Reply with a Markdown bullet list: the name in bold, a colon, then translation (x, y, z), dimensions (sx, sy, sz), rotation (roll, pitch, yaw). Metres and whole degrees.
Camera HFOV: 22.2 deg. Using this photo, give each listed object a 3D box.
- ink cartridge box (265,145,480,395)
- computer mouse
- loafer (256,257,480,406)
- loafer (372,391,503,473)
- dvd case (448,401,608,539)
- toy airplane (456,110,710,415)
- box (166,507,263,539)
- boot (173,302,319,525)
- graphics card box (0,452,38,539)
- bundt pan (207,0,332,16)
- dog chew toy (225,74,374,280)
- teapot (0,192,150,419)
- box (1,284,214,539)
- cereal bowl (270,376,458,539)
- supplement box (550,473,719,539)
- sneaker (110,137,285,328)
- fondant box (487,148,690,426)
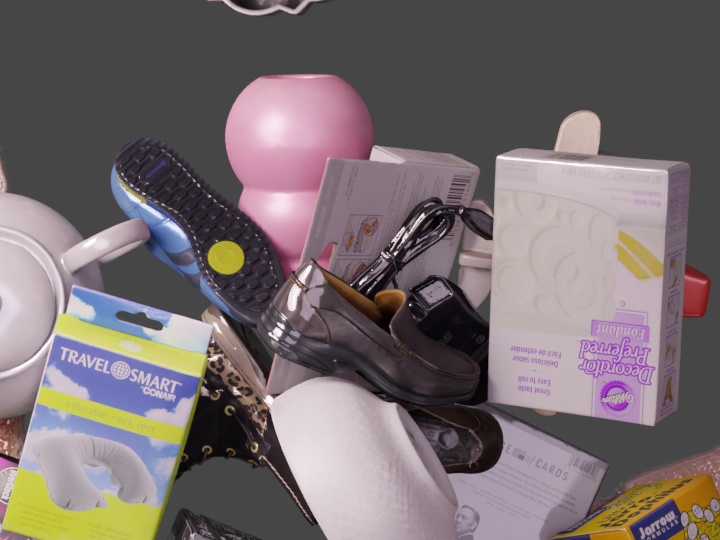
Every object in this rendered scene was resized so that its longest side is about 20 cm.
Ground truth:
- **ink cartridge box**: translation (0.000, 0.000, 1.486), dimensions (0.175, 0.045, 0.202), rotation (2, 110, -44)
- **computer mouse**: translation (0.074, 0.019, 1.497), dimensions (0.141, 0.046, 0.200), rotation (-49, 129, 6)
- **loafer**: translation (0.019, 0.050, 1.414), dimensions (0.199, 0.073, 0.073), rotation (18, 110, -35)
- **loafer**: translation (0.020, 0.132, 1.532), dimensions (0.198, 0.071, 0.074), rotation (1, 87, 6)
- **dvd case**: translation (0.108, 0.226, 1.578), dimensions (0.149, 0.025, 0.201), rotation (26, 83, -7)
- **toy airplane**: translation (0.177, -0.004, 1.559), dimensions (0.200, 0.141, 0.200), rotation (-39, 81, 27)
- **box**: translation (-0.080, 0.265, 1.457), dimensions (0.163, 0.200, 0.087), rotation (23, 85, -8)
- **boot**: translation (-0.118, 0.145, 1.499), dimensions (0.150, 0.073, 0.201), rotation (-33, 85, 9)
- **graphics card box**: translation (-0.297, 0.215, 1.501), dimensions (0.198, 0.051, 0.127), rotation (22, 85, -6)
- **bundt pan**: translation (-0.068, -0.302, 1.535), dimensions (0.200, 0.076, 0.204), rotation (-1, 83, 7)
- **dog chew toy**: translation (-0.049, -0.060, 1.523), dimensions (0.123, 0.125, 0.202), rotation (-2, 100, -9)
- **teapot**: translation (-0.290, 0.025, 1.464), dimensions (0.196, 0.146, 0.202), rotation (20, 83, -8)
- **box**: translation (-0.196, 0.124, 1.433), dimensions (0.121, 0.048, 0.202), rotation (16, 110, -5)
- **cereal bowl**: translation (0.017, 0.163, 1.404), dimensions (0.083, 0.200, 0.201), rotation (-31, 92, 7)
- **supplement box**: translation (0.265, 0.288, 1.541), dimensions (0.108, 0.109, 0.201), rotation (-25, 92, -32)
- **sneaker**: translation (-0.130, -0.021, 1.503), dimensions (0.066, 0.079, 0.200), rotation (-35, 70, -25)
- **fondant box**: translation (0.179, 0.011, 1.448), dimensions (0.143, 0.058, 0.202), rotation (6, 103, 26)
